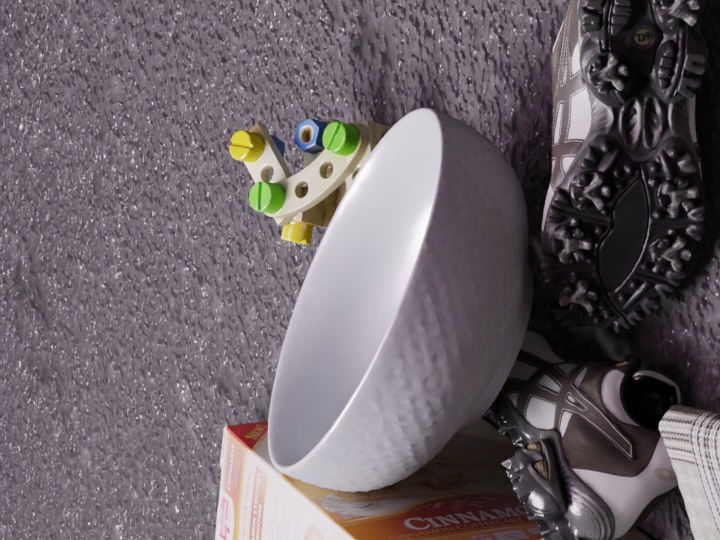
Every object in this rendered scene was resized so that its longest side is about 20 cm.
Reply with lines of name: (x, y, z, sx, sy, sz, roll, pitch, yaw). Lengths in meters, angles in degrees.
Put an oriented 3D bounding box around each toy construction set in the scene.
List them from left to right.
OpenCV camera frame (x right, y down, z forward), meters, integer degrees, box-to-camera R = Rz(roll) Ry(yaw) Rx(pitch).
toy construction set: (0.000, 0.000, 1.496, 0.131, 0.092, 0.201, -17, 86, 36)

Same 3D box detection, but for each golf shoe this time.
golf shoe: (0.118, 0.078, 1.328, 0.078, 0.094, 0.200, 59, -173, -26)
golf shoe: (0.128, -0.069, 1.281, 0.095, 0.077, 0.201, -97, 13, -63)

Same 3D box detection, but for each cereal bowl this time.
cereal bowl: (0.030, 0.023, 1.340, 0.200, 0.083, 0.200, -58, 18, 32)

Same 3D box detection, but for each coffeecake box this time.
coffeecake box: (0.035, 0.143, 1.385, 0.200, 0.153, 0.073, 34, 123, 55)

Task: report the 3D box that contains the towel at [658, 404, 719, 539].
towel: (0.206, 0.165, 1.147, 0.192, 0.034, 0.201, 15, 125, 59)
